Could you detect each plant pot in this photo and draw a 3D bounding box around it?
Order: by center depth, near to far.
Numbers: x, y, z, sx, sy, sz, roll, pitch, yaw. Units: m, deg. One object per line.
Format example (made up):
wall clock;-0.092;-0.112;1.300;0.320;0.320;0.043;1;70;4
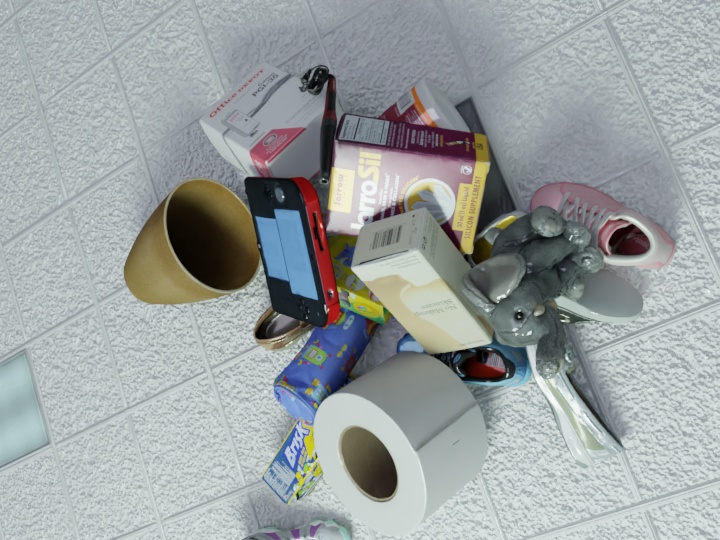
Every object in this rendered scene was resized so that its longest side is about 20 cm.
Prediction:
plant pot;-0.290;-0.024;1.347;0.198;0.185;0.189;-24;78;39

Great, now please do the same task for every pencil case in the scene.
pencil case;-0.049;0.120;1.197;0.086;0.079;0.201;24;58;16

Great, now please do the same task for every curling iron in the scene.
curling iron;-0.052;-0.196;1.126;0.049;0.026;0.203;-6;59;1

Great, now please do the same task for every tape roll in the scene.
tape roll;0.052;0.228;1.127;0.201;0.138;0.206;21;122;37

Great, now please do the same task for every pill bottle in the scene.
pill bottle;0.050;-0.163;1.191;0.199;0.114;0.115;-38;72;22

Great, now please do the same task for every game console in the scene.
game console;-0.098;-0.028;1.142;0.176;0.031;0.204;8;113;53

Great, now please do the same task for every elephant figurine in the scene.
elephant figurine;0.189;0.031;0.994;0.141;0.155;0.201;35;64;2

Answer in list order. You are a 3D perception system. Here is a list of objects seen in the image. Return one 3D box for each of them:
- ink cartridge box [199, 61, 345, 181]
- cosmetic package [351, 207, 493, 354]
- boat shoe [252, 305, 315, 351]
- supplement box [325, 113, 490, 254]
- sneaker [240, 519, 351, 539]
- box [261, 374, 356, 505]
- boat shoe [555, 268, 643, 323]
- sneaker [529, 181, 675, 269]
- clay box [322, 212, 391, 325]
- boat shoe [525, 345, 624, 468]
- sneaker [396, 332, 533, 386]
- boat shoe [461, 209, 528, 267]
ink cartridge box;-0.126;-0.210;1.242;0.147;0.083;0.199;-45;47;-12
cosmetic package;0.085;0.019;1.075;0.104;0.200;0.072;-15;44;33
boat shoe;-0.082;0.054;1.273;0.200;0.072;0.076;-43;71;11
supplement box;0.060;-0.114;1.092;0.196;0.104;0.133;8;119;2
sneaker;-0.121;0.428;1.251;0.197;0.139;0.079;-18;81;27
box;-0.065;0.251;1.266;0.064;0.070;0.201;39;106;22
boat shoe;0.267;0.034;1.100;0.197;0.064;0.071;15;55;19
sneaker;0.296;-0.062;1.064;0.198;0.104;0.076;28;103;26
clay box;0.000;0.000;1.208;0.198;0.048;0.115;24;55;22
boat shoe;0.272;0.152;1.092;0.064;0.074;0.205;-26;81;18
sneaker;0.136;0.114;1.151;0.197;0.090;0.080;5;91;28
boat shoe;0.153;-0.006;1.148;0.201;0.086;0.075;-41;71;21
